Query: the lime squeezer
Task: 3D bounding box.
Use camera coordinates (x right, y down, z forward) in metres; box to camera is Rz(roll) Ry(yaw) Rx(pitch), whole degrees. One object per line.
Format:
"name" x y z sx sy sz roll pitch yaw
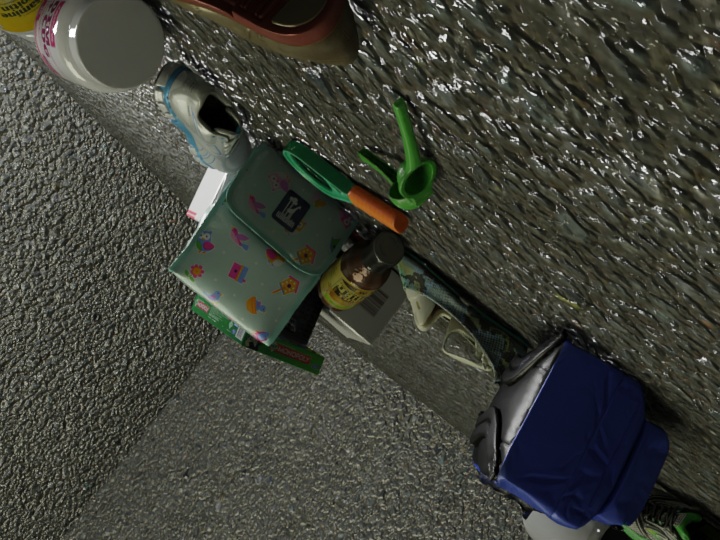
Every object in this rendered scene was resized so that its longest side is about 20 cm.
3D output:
"lime squeezer" 0.036 -0.086 0.735 0.200 0.037 0.072 158 93 -83

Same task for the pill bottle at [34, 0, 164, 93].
"pill bottle" -0.290 -0.259 1.013 0.113 0.114 0.199 43 171 -32

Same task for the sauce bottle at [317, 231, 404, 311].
"sauce bottle" 0.000 0.000 1.143 0.064 0.065 0.200 39 157 -4

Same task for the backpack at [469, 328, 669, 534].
"backpack" 0.199 0.173 0.918 0.166 0.164 0.200 36 172 -1

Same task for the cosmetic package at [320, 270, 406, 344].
"cosmetic package" -0.001 0.042 1.376 0.084 0.108 0.200 39 172 -8

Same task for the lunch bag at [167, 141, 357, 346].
"lunch bag" -0.120 -0.037 1.163 0.169 0.201 0.122 38 -169 -7

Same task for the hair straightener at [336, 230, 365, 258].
"hair straightener" -0.075 -0.064 1.226 0.200 0.077 0.041 43 174 -19

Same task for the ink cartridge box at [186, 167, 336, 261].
"ink cartridge box" -0.135 -0.068 1.313 0.197 0.086 0.145 28 178 -22

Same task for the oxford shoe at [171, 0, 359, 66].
"oxford shoe" -0.083 -0.183 0.588 0.199 0.071 0.075 38 178 26

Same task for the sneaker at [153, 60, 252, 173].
"sneaker" -0.174 -0.172 1.127 0.086 0.076 0.200 25 169 28

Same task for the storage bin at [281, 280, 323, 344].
"storage bin" -0.144 0.028 1.374 0.133 0.095 0.199 24 180 -24

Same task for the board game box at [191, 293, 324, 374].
"board game box" -0.152 0.090 1.324 0.133 0.030 0.199 25 179 -33

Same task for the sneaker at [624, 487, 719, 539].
"sneaker" 0.400 0.317 1.154 0.198 0.078 0.086 20 155 44

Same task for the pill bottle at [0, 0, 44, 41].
"pill bottle" -0.426 -0.359 1.113 0.111 0.113 0.200 38 173 7

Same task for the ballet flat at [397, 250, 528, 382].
"ballet flat" 0.105 0.058 1.076 0.199 0.075 0.074 38 173 19

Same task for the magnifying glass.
"magnifying glass" -0.019 -0.091 1.004 0.199 0.023 0.080 33 170 41

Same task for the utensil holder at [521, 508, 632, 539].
"utensil holder" 0.367 0.403 1.427 0.170 0.171 0.199 42 174 -24
